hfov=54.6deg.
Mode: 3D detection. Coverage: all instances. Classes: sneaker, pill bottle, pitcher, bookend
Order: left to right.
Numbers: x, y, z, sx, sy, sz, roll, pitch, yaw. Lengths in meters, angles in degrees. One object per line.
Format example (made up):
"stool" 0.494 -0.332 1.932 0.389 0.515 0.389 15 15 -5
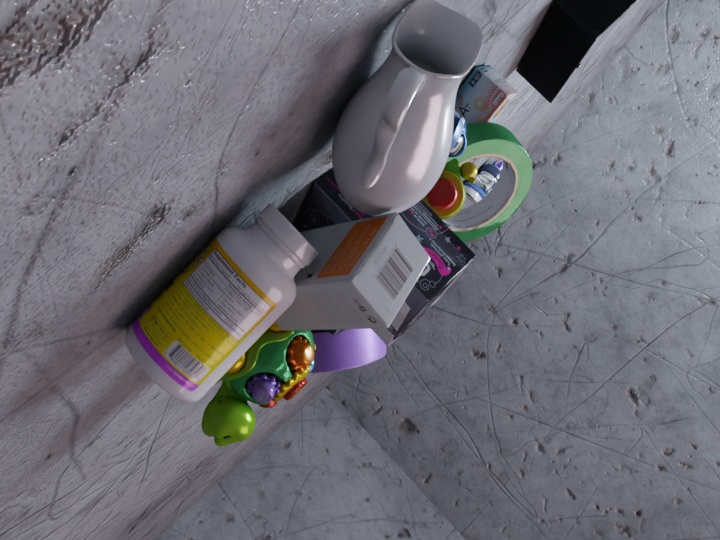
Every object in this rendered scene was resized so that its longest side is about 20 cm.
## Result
"pill bottle" -0.136 0.029 0.712 0.200 0.104 0.104 -45 172 -2
"pitcher" 0.032 -0.136 0.684 0.172 0.120 0.201 -57 175 -43
"sneaker" 0.101 -0.193 0.919 0.074 0.082 0.200 -45 172 15
"sneaker" 0.344 -0.255 1.920 0.148 0.080 0.200 -55 167 8
"bookend" 0.395 -0.431 1.218 0.199 0.092 0.200 -44 173 -17

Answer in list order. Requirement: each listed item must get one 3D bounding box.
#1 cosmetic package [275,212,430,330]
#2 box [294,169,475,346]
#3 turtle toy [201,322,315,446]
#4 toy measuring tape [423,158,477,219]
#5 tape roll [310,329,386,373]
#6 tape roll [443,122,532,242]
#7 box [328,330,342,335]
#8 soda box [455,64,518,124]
"cosmetic package" -0.029 0.006 0.781 0.198 0.071 0.102 -8 -140 50
"box" 0.022 -0.029 0.895 0.114 0.200 0.133 -36 168 -37
"turtle toy" -0.130 0.135 0.904 0.199 0.101 0.146 -41 171 -12
"toy measuring tape" 0.082 -0.088 0.990 0.198 0.074 0.074 -30 173 6
"tape roll" -0.056 0.118 1.193 0.196 0.067 0.200 -6 -173 1
"tape roll" 0.170 -0.133 1.090 0.197 0.049 0.203 -13 137 -12
"box" 0.000 0.000 1.119 0.148 0.104 0.200 -48 171 17
"soda box" 0.154 -0.221 1.099 0.201 0.068 0.063 -50 170 31
